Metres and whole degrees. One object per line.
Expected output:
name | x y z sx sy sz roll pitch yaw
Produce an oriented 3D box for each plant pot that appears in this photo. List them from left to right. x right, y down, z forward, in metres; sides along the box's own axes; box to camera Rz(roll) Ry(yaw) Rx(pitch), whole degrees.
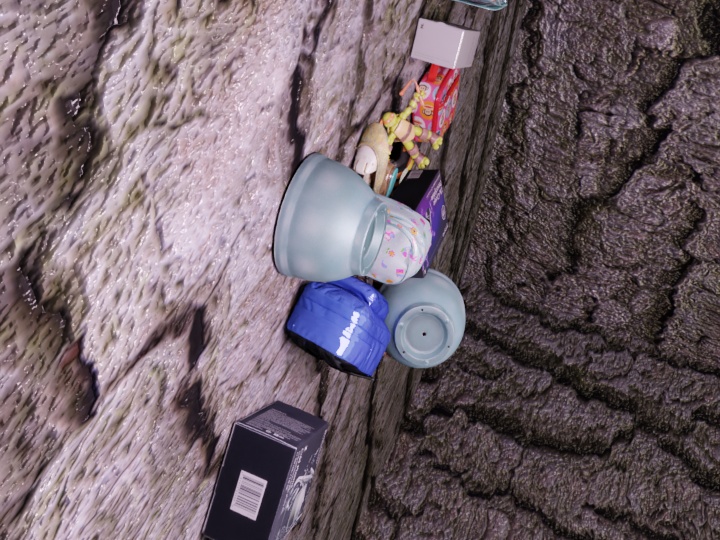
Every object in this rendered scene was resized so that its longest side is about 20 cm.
plant pot | -0.035 -0.069 1.138 0.200 0.131 0.205 19 90 -76
plant pot | 0.122 0.109 1.414 0.134 0.195 0.205 -96 -159 -76

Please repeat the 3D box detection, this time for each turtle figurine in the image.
turtle figurine | 0.088 -0.277 1.465 0.160 0.064 0.204 29 88 -41

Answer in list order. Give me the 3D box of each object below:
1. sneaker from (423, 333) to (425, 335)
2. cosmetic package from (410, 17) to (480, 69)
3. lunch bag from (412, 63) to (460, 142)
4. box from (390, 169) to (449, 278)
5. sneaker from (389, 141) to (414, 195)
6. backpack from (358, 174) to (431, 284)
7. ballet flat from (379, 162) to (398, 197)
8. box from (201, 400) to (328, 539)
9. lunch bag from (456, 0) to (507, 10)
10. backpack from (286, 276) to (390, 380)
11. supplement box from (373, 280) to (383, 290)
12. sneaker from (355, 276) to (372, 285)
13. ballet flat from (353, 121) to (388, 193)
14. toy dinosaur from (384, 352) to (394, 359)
sneaker | 0.077 0.111 1.630 0.070 0.194 0.096 111 -27 -74
cosmetic package | 0.191 -0.502 1.564 0.200 0.105 0.087 -40 147 -63
lunch bag | 0.183 -0.422 1.709 0.202 0.080 0.179 -61 159 -44
box | 0.114 -0.098 1.445 0.201 0.077 0.144 -58 143 -50
sneaker | 0.054 -0.197 1.522 0.090 0.068 0.204 47 61 -58
backpack | 0.029 -0.058 1.290 0.127 0.196 0.170 -52 157 -53
ballet flat | 0.025 -0.132 1.450 0.068 0.071 0.204 -55 159 -52
box | -0.160 0.359 1.244 0.196 0.121 0.205 -5 113 -78
lunch bag | 0.204 -0.584 1.372 0.200 0.167 0.125 35 73 -73
backpack | -0.040 0.091 1.303 0.172 0.159 0.200 -68 157 -5
supplement box | 0.004 0.088 1.573 0.061 0.106 0.204 72 38 -63
sneaker | 0.000 0.000 1.432 0.099 0.069 0.203 -90 -163 -48
ballet flat | 0.009 -0.178 1.355 0.071 0.069 0.204 -50 154 -57
toy dinosaur | 0.116 0.099 1.515 0.085 0.198 0.138 21 44 -46
